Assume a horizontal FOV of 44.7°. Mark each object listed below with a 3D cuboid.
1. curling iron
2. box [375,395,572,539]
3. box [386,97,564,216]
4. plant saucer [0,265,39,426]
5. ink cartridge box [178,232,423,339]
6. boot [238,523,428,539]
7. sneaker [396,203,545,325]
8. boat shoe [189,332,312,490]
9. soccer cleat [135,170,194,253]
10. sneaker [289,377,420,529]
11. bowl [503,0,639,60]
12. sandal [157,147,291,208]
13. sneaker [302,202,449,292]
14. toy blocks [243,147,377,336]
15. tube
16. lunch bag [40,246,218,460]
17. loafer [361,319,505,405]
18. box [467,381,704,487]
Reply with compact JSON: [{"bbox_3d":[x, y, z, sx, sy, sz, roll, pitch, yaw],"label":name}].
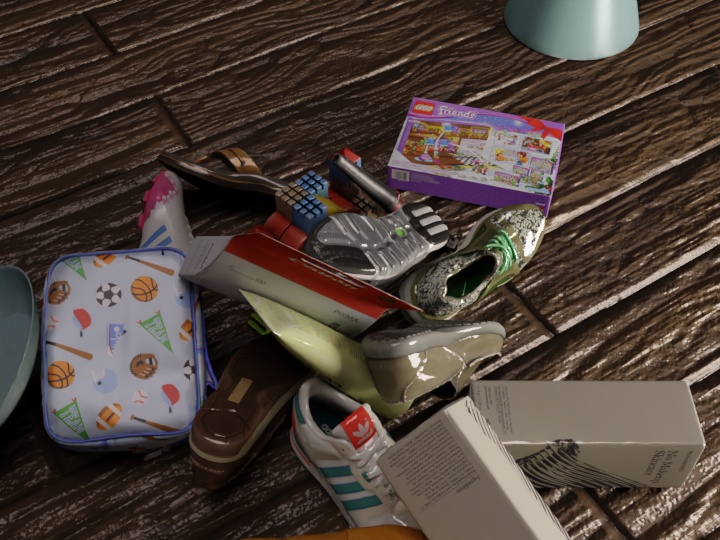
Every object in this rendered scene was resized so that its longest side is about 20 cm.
[{"bbox_3d":[0.042,-0.072,0.936,0.049,0.200,0.026,8,68,51],"label":"curling iron"},{"bbox_3d":[0.107,0.206,0.699,0.082,0.068,0.201,-39,78,19],"label":"box"},{"bbox_3d":[0.144,-0.143,1.082,0.199,0.039,0.137,12,51,11],"label":"box"},{"bbox_3d":[-0.357,0.094,0.829,0.200,0.039,0.202,-22,54,33],"label":"plant saucer"},{"bbox_3d":[-0.061,0.019,0.778,0.162,0.200,0.057,25,85,-23],"label":"ink cartridge box"},{"bbox_3d":[-0.022,0.242,0.674,0.200,0.144,0.071,0,83,8],"label":"boot"},{"bbox_3d":[0.135,-0.007,0.920,0.200,0.089,0.077,-37,99,-22],"label":"sneaker"},{"bbox_3d":[-0.105,0.129,0.825,0.074,0.075,0.202,21,29,14],"label":"boat shoe"},{"bbox_3d":[-0.209,-0.023,0.965,0.086,0.070,0.201,10,55,-3],"label":"soccer cleat"},{"bbox_3d":[0.006,0.173,0.771,0.070,0.094,0.200,-33,56,-25],"label":"sneaker"},{"bbox_3d":[0.315,-0.408,1.271,0.199,0.105,0.202,1,49,-1],"label":"bowl"},{"bbox_3d":[-0.135,-0.114,1.021,0.199,0.082,0.055,12,79,7],"label":"sandal"},{"bbox_3d":[0.000,0.000,0.868,0.199,0.116,0.075,-13,62,-49],"label":"sneaker"},{"bbox_3d":[-0.052,-0.040,0.928,0.100,0.137,0.200,37,58,27],"label":"toy blocks"},{"bbox_3d":[-0.028,0.077,0.796,0.058,0.200,0.052,-14,54,37],"label":"tube"},{"bbox_3d":[-0.219,0.079,0.836,0.159,0.076,0.201,-4,71,-11],"label":"lunch bag"},{"bbox_3d":[0.072,0.086,0.835,0.075,0.070,0.199,-1,2,41],"label":"loafer"},{"bbox_3d":[0.196,0.149,0.793,0.198,0.082,0.069,0,49,1],"label":"box"}]
